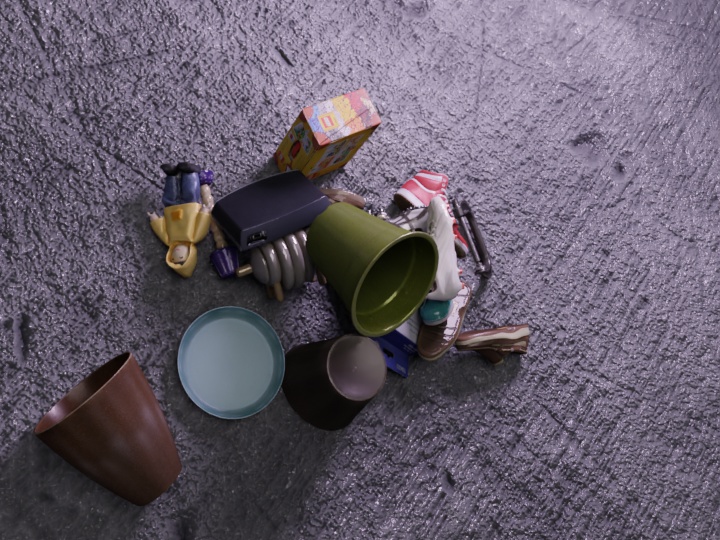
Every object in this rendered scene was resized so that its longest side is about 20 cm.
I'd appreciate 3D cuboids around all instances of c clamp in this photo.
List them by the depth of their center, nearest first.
[{"bbox_3d":[0.229,-0.068,1.635,0.203,0.027,0.171,66,20,-9],"label":"c clamp"}]

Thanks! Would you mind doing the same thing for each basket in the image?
[{"bbox_3d":[-0.042,0.190,1.394,0.181,0.200,0.136,47,62,-2],"label":"basket"}]

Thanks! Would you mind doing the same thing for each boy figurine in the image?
[{"bbox_3d":[-0.331,-0.090,1.425,0.121,0.064,0.205,-1,83,8],"label":"boy figurine"}]

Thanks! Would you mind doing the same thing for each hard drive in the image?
[{"bbox_3d":[-0.163,-0.118,1.437,0.197,0.043,0.135,-25,50,-27],"label":"hard drive"}]

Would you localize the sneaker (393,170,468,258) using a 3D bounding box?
[{"bbox_3d":[0.174,-0.127,1.662,0.200,0.071,0.113,44,65,-2],"label":"sneaker"}]

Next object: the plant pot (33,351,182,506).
[{"bbox_3d":[-0.381,0.269,1.251,0.187,0.186,0.202,-44,107,-28],"label":"plant pot"}]

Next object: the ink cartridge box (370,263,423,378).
[{"bbox_3d":[0.073,0.084,1.503,0.196,0.042,0.205,37,51,-57],"label":"ink cartridge box"}]

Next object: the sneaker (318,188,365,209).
[{"bbox_3d":[-0.089,-0.123,1.558,0.195,0.070,0.077,7,81,-13],"label":"sneaker"}]

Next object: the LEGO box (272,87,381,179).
[{"bbox_3d":[-0.069,-0.256,1.527,0.147,0.200,0.078,-25,84,-28],"label":"LEGO box"}]

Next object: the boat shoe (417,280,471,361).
[{"bbox_3d":[0.169,0.115,1.576,0.071,0.077,0.201,28,54,13],"label":"boat shoe"}]

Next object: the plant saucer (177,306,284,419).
[{"bbox_3d":[-0.234,0.167,1.416,0.196,0.027,0.205,8,70,-22],"label":"plant saucer"}]

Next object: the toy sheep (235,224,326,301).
[{"bbox_3d":[-0.140,-0.022,1.463,0.197,0.138,0.140,-21,82,-26],"label":"toy sheep"}]

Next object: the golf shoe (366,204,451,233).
[{"bbox_3d":[0.089,-0.073,1.573,0.195,0.078,0.096,-6,61,10],"label":"golf shoe"}]

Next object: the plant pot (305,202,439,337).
[{"bbox_3d":[0.003,-0.021,1.366,0.198,0.203,0.189,-30,48,-28],"label":"plant pot"}]

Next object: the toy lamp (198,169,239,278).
[{"bbox_3d":[-0.273,-0.084,1.466,0.057,0.058,0.204,-15,77,-26],"label":"toy lamp"}]

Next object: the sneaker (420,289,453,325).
[{"bbox_3d":[0.146,0.023,1.552,0.202,0.070,0.081,-74,145,-52],"label":"sneaker"}]

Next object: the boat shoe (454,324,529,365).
[{"bbox_3d":[0.277,0.158,1.605,0.199,0.074,0.077,-5,90,-33],"label":"boat shoe"}]

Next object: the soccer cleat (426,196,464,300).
[{"bbox_3d":[0.146,-0.043,1.492,0.076,0.069,0.205,-6,77,-9],"label":"soccer cleat"}]
